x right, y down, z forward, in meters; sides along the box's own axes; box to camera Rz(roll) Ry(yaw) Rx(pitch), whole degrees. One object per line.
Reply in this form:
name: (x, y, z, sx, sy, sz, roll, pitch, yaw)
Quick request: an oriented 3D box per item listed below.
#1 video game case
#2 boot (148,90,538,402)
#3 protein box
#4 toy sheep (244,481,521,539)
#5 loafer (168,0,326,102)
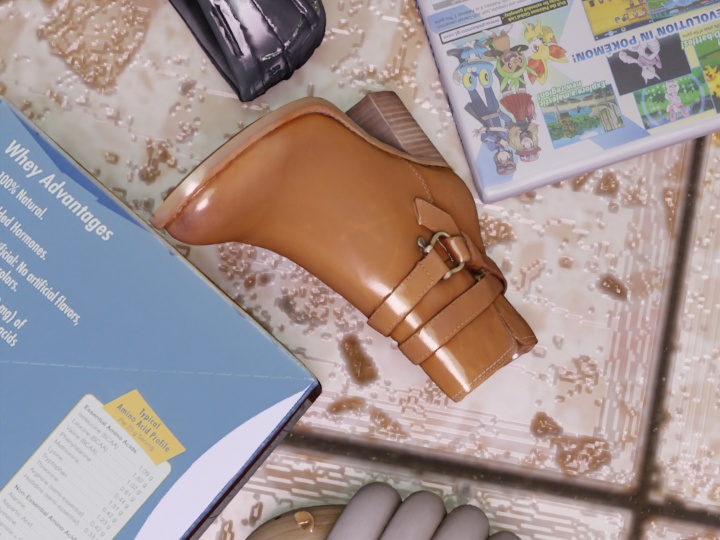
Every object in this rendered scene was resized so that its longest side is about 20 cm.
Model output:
video game case: (0.130, -0.151, 0.870, 0.199, 0.022, 0.183, -17, 84, -4)
boot: (0.000, 0.000, 0.779, 0.077, 0.200, 0.156, -35, 82, 30)
protein box: (-0.154, 0.066, 0.784, 0.198, 0.135, 0.200, 41, 85, 3)
toy sheep: (0.032, 0.175, 0.780, 0.199, 0.138, 0.138, 27, 84, 6)
loafer: (-0.104, -0.173, 0.843, 0.201, 0.068, 0.070, 46, 76, 0)
